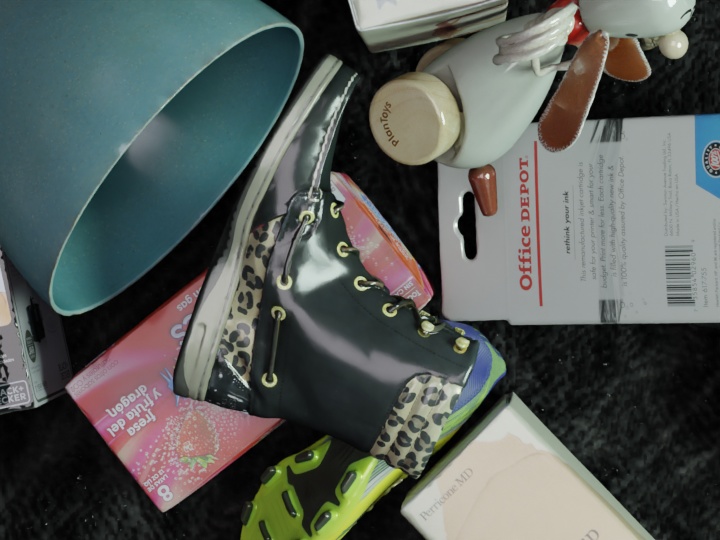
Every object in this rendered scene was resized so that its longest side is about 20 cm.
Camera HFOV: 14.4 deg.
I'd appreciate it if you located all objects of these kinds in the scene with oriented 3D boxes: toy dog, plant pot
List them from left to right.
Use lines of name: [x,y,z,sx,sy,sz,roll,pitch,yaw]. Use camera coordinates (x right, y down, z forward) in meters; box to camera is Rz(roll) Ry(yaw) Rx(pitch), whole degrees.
plant pot: [-0.146,-0.095,1.545,0.135,0.200,0.200,40,94,12]
toy dog: [0.099,-0.092,1.552,0.132,0.200,0.097,-34,100,-35]

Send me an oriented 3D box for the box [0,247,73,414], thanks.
box: [-0.223,-0.018,1.645,0.060,0.117,0.201,-11,93,6]

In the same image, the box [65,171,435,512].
box: [-0.060,0.039,1.643,0.200,0.100,0.096,-39,89,4]

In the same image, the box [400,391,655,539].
box: [0.123,0.174,1.648,0.200,0.078,0.095,44,95,1]

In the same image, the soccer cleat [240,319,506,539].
soccer cleat: [0.009,0.111,1.660,0.200,0.084,0.065,-49,53,19]

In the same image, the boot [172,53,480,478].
boot: [0.000,0.001,1.554,0.153,0.073,0.205,23,97,0]

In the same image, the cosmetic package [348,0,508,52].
cosmetic package: [0.031,-0.182,1.578,0.087,0.200,0.104,-12,92,3]

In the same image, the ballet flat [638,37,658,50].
ballet flat: [0.121,-0.215,1.637,0.067,0.046,0.201,-27,98,11]

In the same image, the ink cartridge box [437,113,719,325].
ink cartridge box: [0.146,-0.028,1.623,0.199,0.068,0.117,-1,92,29]

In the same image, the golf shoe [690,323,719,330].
golf shoe: [0.260,0.090,1.643,0.092,0.073,0.201,-25,81,12]

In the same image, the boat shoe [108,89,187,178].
boat shoe: [-0.117,-0.108,1.661,0.069,0.071,0.201,16,93,-13]
